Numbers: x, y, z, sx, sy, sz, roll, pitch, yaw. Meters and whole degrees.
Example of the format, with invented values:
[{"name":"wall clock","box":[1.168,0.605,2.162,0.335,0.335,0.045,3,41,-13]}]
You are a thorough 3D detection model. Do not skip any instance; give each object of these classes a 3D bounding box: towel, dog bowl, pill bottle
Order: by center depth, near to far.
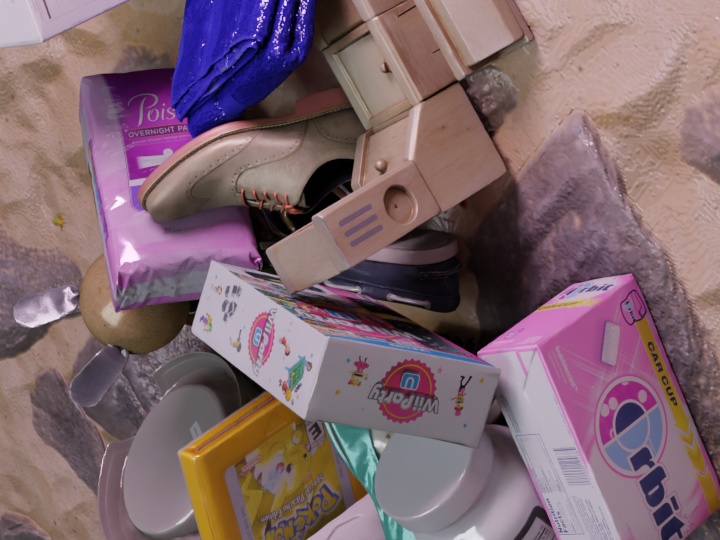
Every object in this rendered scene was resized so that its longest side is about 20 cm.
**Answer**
[{"name":"towel","box":[-0.089,-0.193,1.520,0.200,0.049,0.148,153,125,-62]},{"name":"pill bottle","box":[0.110,0.186,1.524,0.116,0.116,0.200,-1,149,49]},{"name":"dog bowl","box":[-0.155,0.177,1.847,0.059,0.201,0.200,27,162,-38]}]

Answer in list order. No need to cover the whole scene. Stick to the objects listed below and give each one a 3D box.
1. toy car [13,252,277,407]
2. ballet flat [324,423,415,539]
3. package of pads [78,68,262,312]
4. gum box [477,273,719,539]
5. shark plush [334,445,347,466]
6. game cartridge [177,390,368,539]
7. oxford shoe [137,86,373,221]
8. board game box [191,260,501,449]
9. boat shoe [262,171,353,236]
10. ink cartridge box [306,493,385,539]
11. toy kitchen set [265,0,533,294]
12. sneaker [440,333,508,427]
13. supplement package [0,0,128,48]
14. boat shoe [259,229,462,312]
[{"name":"toy car","box":[-0.185,0.025,1.724,0.164,0.200,0.158,51,160,11]},{"name":"ballet flat","box":[0.034,0.162,1.626,0.070,0.067,0.201,-23,93,31]},{"name":"package of pads","box":[-0.155,-0.068,1.640,0.076,0.120,0.201,105,155,-58]},{"name":"gum box","box":[0.178,0.119,1.468,0.066,0.113,0.201,-9,108,51]},{"name":"shark plush","box":[0.060,0.207,1.693,0.091,0.083,0.201,-23,98,53]},{"name":"game cartridge","box":[-0.063,0.200,1.752,0.032,0.176,0.201,11,124,44]},{"name":"oxford shoe","box":[-0.073,-0.073,1.547,0.070,0.199,0.075,52,-163,-67]},{"name":"board game box","box":[-0.014,0.059,1.464,0.200,0.147,0.065,31,106,58]},{"name":"boat shoe","box":[-0.042,-0.064,1.621,0.200,0.072,0.073,8,121,46]},{"name":"ink cartridge box","box":[0.026,0.310,1.756,0.084,0.144,0.201,5,120,45]},{"name":"toy kitchen set","box":[0.007,-0.126,1.432,0.163,0.180,0.200,-25,96,52]},{"name":"sneaker","box":[0.081,0.076,1.581,0.106,0.075,0.200,48,144,12]},{"name":"supplement package","box":[-0.220,-0.259,1.574,0.109,0.200,0.114,1,116,47]},{"name":"boat shoe","box":[0.000,0.000,1.624,0.199,0.075,0.062,3,107,38]}]
